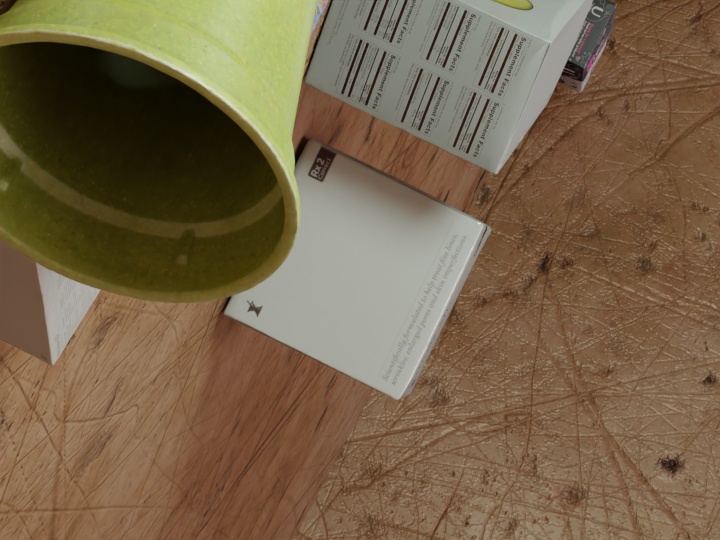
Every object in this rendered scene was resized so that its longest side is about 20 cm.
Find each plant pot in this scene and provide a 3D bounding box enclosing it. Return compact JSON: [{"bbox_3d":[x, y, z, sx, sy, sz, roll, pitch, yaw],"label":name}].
[{"bbox_3d":[-0.106,-0.116,1.031,0.200,0.200,0.184,106,1,-54],"label":"plant pot"}]

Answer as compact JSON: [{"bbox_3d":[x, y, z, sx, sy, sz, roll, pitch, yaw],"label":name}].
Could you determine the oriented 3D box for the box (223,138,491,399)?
[{"bbox_3d":[0.000,0.000,1.956,0.199,0.200,0.131,-64,173,3],"label":"box"}]

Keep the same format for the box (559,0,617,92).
[{"bbox_3d":[0.363,-0.401,3.345,0.132,0.115,0.200,-63,172,-4],"label":"box"}]

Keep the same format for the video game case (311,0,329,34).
[{"bbox_3d":[-0.022,-0.277,1.590,0.200,0.018,0.143,-63,173,-5],"label":"video game case"}]

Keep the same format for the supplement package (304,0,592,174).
[{"bbox_3d":[0.088,-0.224,1.813,0.191,0.200,0.147,-52,166,-57],"label":"supplement package"}]

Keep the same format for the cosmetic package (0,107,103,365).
[{"bbox_3d":[-0.192,-0.024,1.171,0.200,0.051,0.083,100,16,-63],"label":"cosmetic package"}]
